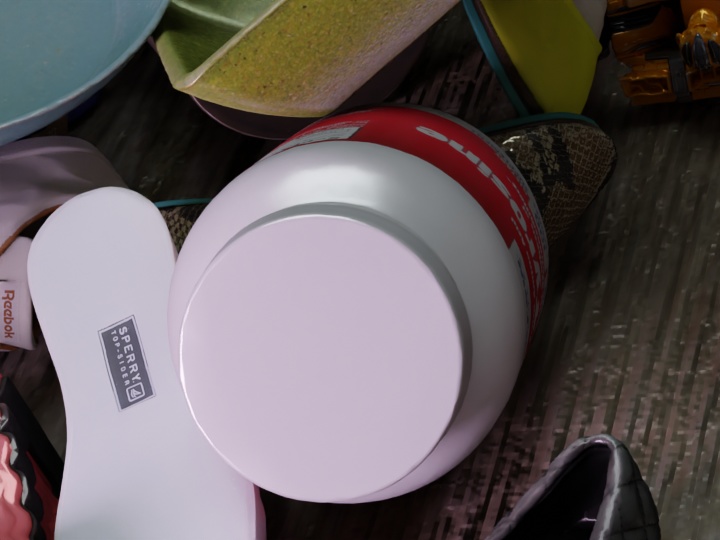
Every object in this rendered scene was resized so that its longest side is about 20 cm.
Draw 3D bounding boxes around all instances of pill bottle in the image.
[{"bbox_3d":[0.000,0.010,0.947,0.111,0.113,0.200,-10,8,8],"label":"pill bottle"}]

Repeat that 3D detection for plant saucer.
[{"bbox_3d":[0.016,-0.128,1.056,0.199,0.048,0.200,-41,15,2],"label":"plant saucer"},{"bbox_3d":[-0.164,-0.100,1.091,0.198,0.036,0.201,-1,45,1],"label":"plant saucer"}]

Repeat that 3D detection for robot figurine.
[{"bbox_3d":[0.151,-0.131,1.207,0.144,0.059,0.200,-5,34,17],"label":"robot figurine"}]

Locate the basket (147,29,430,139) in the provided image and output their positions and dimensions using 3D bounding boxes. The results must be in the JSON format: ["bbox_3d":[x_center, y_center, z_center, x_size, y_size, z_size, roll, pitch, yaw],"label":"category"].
[{"bbox_3d":[-0.052,-0.154,1.260,0.179,0.137,0.200,11,29,-30],"label":"basket"}]

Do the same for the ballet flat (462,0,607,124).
[{"bbox_3d":[0.063,-0.127,1.145,0.067,0.067,0.200,-32,35,8],"label":"ballet flat"}]

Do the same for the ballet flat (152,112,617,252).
[{"bbox_3d":[0.000,0.000,1.083,0.199,0.068,0.076,-11,54,14],"label":"ballet flat"}]

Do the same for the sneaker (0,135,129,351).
[{"bbox_3d":[-0.170,-0.002,1.117,0.199,0.073,0.085,-16,35,-24],"label":"sneaker"}]

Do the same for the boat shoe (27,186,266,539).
[{"bbox_3d":[-0.068,0.066,0.998,0.071,0.068,0.201,-23,52,5],"label":"boat shoe"}]

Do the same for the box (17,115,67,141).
[{"bbox_3d":[-0.203,-0.049,1.155,0.199,0.122,0.032,-25,54,-28],"label":"box"}]

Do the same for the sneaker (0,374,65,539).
[{"bbox_3d":[-0.136,0.117,0.966,0.086,0.074,0.200,-26,28,8],"label":"sneaker"}]

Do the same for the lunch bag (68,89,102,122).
[{"bbox_3d":[-0.217,-0.111,1.233,0.199,0.171,0.124,-22,38,-8],"label":"lunch bag"}]

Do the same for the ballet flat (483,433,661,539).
[{"bbox_3d":[0.015,0.120,0.891,0.066,0.057,0.200,18,46,42],"label":"ballet flat"}]
